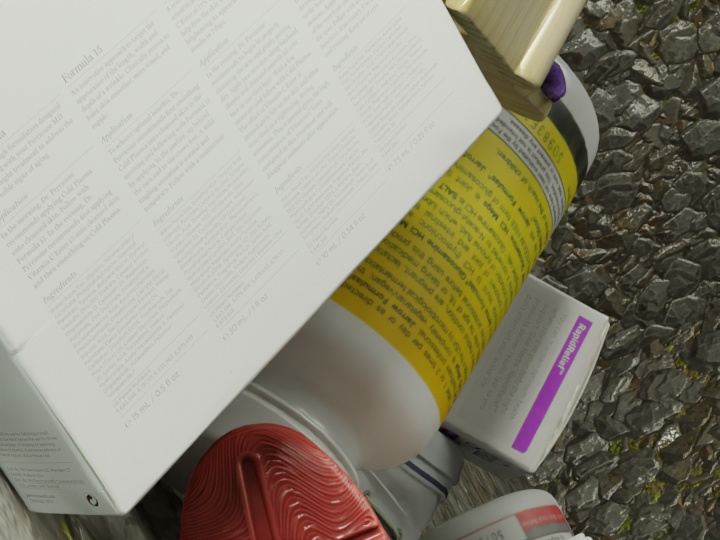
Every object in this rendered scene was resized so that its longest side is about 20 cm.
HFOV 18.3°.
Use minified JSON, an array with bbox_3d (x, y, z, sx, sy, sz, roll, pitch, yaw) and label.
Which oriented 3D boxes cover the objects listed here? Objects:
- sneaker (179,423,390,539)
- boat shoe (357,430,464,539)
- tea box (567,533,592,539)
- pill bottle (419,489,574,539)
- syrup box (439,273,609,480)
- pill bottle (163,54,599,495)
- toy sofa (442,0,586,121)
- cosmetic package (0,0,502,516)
[{"bbox_3d":[-0.017,0.137,0.775,0.116,0.078,0.202,-137,-151,-75],"label":"sneaker"},{"bbox_3d":[-0.034,0.065,0.931,0.199,0.067,0.073,33,-17,-31],"label":"boat shoe"},{"bbox_3d":[0.098,0.246,0.905,0.198,0.133,0.200,64,5,29],"label":"tea box"},{"bbox_3d":[0.095,0.227,1.164,0.201,0.113,0.114,63,4,19],"label":"pill bottle"},{"bbox_3d":[0.005,0.013,1.005,0.199,0.082,0.079,30,-8,0],"label":"syrup box"},{"bbox_3d":[0.000,0.000,0.843,0.112,0.201,0.113,26,-24,13],"label":"pill bottle"},{"bbox_3d":[-0.003,-0.135,0.794,0.199,0.083,0.098,25,-7,31],"label":"toy sofa"},{"bbox_3d":[-0.059,-0.051,0.651,0.051,0.200,0.151,-3,-56,46],"label":"cosmetic package"}]
